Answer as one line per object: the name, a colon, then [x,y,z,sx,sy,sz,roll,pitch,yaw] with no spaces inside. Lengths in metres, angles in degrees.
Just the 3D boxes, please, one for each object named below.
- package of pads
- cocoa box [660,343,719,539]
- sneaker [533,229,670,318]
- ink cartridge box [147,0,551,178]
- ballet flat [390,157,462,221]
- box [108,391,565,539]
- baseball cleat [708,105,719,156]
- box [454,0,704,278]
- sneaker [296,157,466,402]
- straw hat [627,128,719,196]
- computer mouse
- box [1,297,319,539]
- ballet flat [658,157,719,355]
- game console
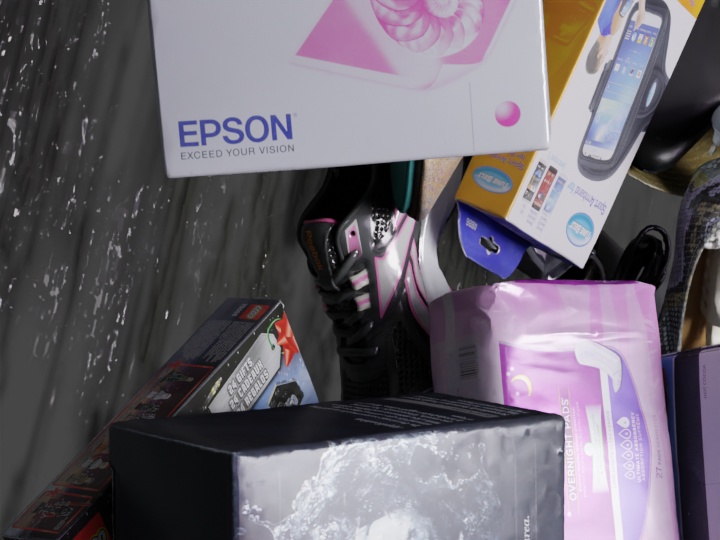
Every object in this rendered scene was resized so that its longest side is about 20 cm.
package of pads: [0.102,0.107,1.271,0.120,0.075,0.202,0,81,-32]
cocoa box: [0.221,0.144,1.318,0.132,0.131,0.202,1,81,-33]
sneaker: [0.134,0.077,1.501,0.106,0.074,0.201,36,63,-35]
ink cartridge box: [-0.009,-0.152,1.182,0.043,0.194,0.202,-79,164,-77]
ballet flat: [0.047,-0.124,1.241,0.067,0.068,0.202,-6,110,-9]
box: [-0.010,0.168,1.151,0.199,0.117,0.199,-4,95,-36]
baseball cleat: [0.260,-0.105,1.396,0.107,0.069,0.200,-60,169,16]
box: [0.120,-0.089,1.328,0.119,0.041,0.201,26,87,-61]
sneaker: [0.000,0.000,1.311,0.086,0.080,0.202,10,76,-42]
straw hat: [0.162,-0.105,1.492,0.200,0.085,0.203,17,55,-25]
computer mouse: [0.088,-0.014,1.426,0.200,0.046,0.141,40,70,-28]
box: [-0.085,0.126,1.215,0.200,0.040,0.138,-47,128,-41]
ballet flat: [0.213,0.033,1.432,0.072,0.072,0.202,-36,138,-47]
game console: [0.156,-0.174,1.461,0.176,0.116,0.200,-44,90,-13]
